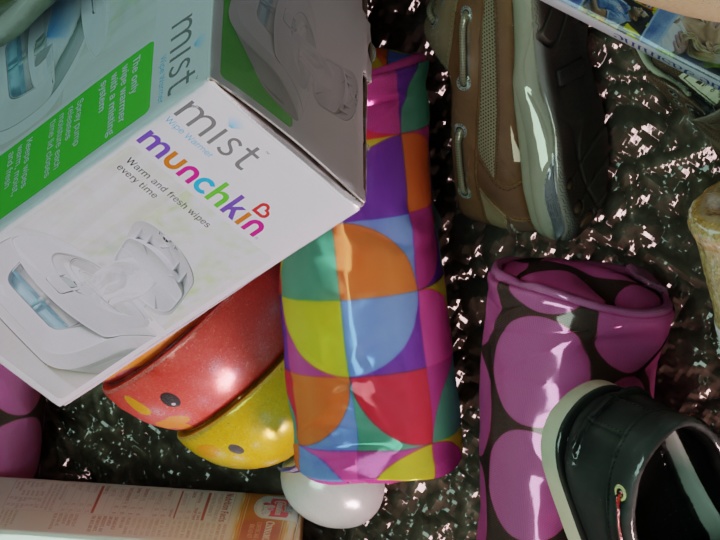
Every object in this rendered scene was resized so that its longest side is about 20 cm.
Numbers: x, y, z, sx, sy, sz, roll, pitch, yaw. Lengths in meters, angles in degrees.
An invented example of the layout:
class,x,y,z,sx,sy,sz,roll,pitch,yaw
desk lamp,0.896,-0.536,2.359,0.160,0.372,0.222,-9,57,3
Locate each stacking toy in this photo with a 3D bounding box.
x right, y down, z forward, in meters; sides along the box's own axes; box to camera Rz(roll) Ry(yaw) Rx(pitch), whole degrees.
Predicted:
class,x,y,z,sx,sy,sz,roll,pitch,yaw
stacking toy,-0.058,0.043,1.277,0.146,0.146,0.200,-38,99,28

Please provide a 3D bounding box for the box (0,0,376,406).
class,x,y,z,sx,sy,sz,roll,pitch,yaw
box,-0.088,-0.075,1.136,0.176,0.201,0.097,-33,126,29

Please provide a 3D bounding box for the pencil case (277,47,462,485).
class,x,y,z,sx,sy,sz,roll,pitch,yaw
pencil case,0.000,0.000,1.212,0.088,0.088,0.201,2,104,26

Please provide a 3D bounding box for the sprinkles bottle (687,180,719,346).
class,x,y,z,sx,sy,sz,roll,pitch,yaw
sprinkles bottle,0.192,0.057,1.142,0.068,0.068,0.201,-4,115,27

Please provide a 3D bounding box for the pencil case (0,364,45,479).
class,x,y,z,sx,sy,sz,roll,pitch,yaw
pencil case,-0.201,0.027,1.353,0.093,0.091,0.201,4,105,-6

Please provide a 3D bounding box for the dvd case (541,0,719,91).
class,x,y,z,sx,sy,sz,roll,pitch,yaw
dvd case,0.165,-0.145,1.112,0.199,0.018,0.143,28,84,8

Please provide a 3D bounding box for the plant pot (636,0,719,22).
class,x,y,z,sx,sy,sz,roll,pitch,yaw
plant pot,0.161,-0.170,1.027,0.134,0.201,0.200,38,121,-22

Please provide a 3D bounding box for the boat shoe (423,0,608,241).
class,x,y,z,sx,sy,sz,roll,pitch,yaw
boat shoe,0.061,-0.111,1.196,0.071,0.076,0.201,1,100,29

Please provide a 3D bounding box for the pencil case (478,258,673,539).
class,x,y,z,sx,sy,sz,roll,pitch,yaw
pencil case,0.099,0.094,1.210,0.093,0.091,0.201,-2,105,-14

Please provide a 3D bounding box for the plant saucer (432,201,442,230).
class,x,y,z,sx,sy,sz,roll,pitch,yaw
plant saucer,-0.032,-0.094,1.278,0.070,0.019,0.201,-30,88,29

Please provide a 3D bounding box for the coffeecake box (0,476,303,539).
class,x,y,z,sx,sy,sz,roll,pitch,yaw
coffeecake box,-0.130,0.186,1.316,0.199,0.073,0.155,4,107,3

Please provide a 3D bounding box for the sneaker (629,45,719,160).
class,x,y,z,sx,sy,sz,roll,pitch,yaw
sneaker,0.157,-0.076,1.152,0.200,0.075,0.070,48,117,10

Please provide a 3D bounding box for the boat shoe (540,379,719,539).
class,x,y,z,sx,sy,sz,roll,pitch,yaw
boat shoe,0.142,0.135,1.155,0.063,0.074,0.202,20,144,50

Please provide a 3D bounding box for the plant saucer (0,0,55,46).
class,x,y,z,sx,sy,sz,roll,pitch,yaw
plant saucer,-0.139,-0.187,1.137,0.200,0.050,0.202,-13,74,52
